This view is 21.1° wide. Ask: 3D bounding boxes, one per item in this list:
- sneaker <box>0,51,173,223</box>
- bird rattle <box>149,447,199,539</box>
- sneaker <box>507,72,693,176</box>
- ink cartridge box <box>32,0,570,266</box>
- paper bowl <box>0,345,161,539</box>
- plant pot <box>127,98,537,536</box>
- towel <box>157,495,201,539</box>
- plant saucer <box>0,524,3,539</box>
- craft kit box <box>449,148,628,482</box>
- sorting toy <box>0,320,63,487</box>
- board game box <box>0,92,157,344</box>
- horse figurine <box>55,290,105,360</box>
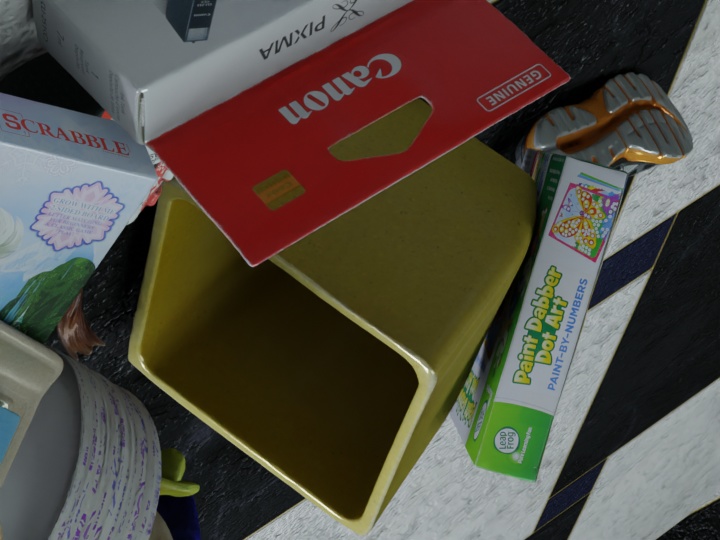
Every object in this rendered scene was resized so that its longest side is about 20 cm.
[{"bbox_3d":[-0.099,-0.090,1.010,0.201,0.067,0.108,-29,157,-20],"label":"sneaker"},{"bbox_3d":[-0.194,0.206,1.321,0.200,0.163,0.113,-53,140,6],"label":"bird rattle"},{"bbox_3d":[0.179,-0.095,1.482,0.200,0.078,0.077,-15,160,-43],"label":"sneaker"},{"bbox_3d":[-0.026,-0.116,0.925,0.200,0.176,0.045,-31,151,-25],"label":"ink cartridge box"},{"bbox_3d":[-0.215,0.135,1.096,0.104,0.201,0.201,34,107,-34],"label":"paper bowl"},{"bbox_3d":[0.000,0.000,1.205,0.200,0.195,0.194,-46,165,-36],"label":"plant pot"},{"bbox_3d":[-0.168,0.247,1.428,0.148,0.050,0.200,-42,-162,5],"label":"towel"},{"bbox_3d":[-0.258,0.162,0.933,0.200,0.035,0.200,-14,108,-52],"label":"plant saucer"},{"bbox_3d":[0.111,0.022,1.251,0.200,0.048,0.198,-114,-142,-85],"label":"craft kit box"},{"bbox_3d":[-0.232,0.098,0.872,0.185,0.036,0.200,38,76,-50],"label":"sorting toy"},{"bbox_3d":[-0.228,-0.004,0.894,0.200,0.041,0.200,11,128,-39],"label":"board game box"},{"bbox_3d":[-0.218,0.009,1.005,0.200,0.050,0.133,-4,125,-43],"label":"horse figurine"}]
